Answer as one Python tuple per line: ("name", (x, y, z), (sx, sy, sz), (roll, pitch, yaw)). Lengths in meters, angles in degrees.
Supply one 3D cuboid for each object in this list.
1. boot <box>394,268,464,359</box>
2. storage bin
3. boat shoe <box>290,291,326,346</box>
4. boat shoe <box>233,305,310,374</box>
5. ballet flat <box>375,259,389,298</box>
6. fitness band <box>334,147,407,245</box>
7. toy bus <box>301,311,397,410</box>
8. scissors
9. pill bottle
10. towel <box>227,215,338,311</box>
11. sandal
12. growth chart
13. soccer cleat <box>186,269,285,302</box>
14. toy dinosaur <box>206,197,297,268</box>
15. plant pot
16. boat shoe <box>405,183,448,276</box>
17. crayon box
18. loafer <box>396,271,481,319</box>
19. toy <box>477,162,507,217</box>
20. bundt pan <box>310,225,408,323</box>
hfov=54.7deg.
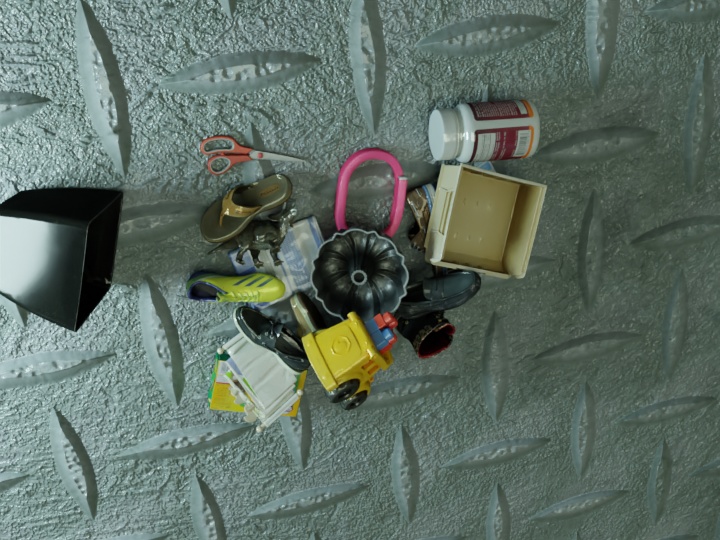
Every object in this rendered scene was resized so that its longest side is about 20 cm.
("boot", (0.167, 0.091, 1.482), (0.198, 0.151, 0.074), (-37, 117, 3))
("storage bin", (0.244, -0.095, 1.392), (0.196, 0.094, 0.204), (10, 97, -21))
("boat shoe", (-0.109, 0.135, 1.476), (0.075, 0.072, 0.202), (-21, 121, 11))
("boat shoe", (-0.170, 0.134, 1.421), (0.066, 0.075, 0.200), (-31, 110, 38))
("ballet flat", (0.037, 0.042, 1.482), (0.069, 0.069, 0.205), (1, 110, 5))
("fitness band", (0.020, -0.144, 1.406), (0.140, 0.038, 0.205), (2, 111, -15))
("toy bus", (0.001, 0.164, 1.383), (0.190, 0.137, 0.200), (-34, 153, 2))
("scissors", (-0.203, -0.227, 1.325), (0.195, 0.014, 0.075), (-9, 113, -9))
("pill bottle", (0.240, -0.272, 1.365), (0.195, 0.115, 0.117), (-6, 115, -12))
("towel", (-0.155, -0.012, 1.426), (0.196, 0.024, 0.149), (-23, 116, -4))
("sandal", (-0.221, -0.128, 1.322), (0.197, 0.081, 0.054), (-30, 162, -4))
("growth chart", (-0.210, 0.215, 1.438), (0.143, 0.018, 0.203), (-29, 89, -23))
("soccer cleat", (-0.247, 0.043, 1.374), (0.195, 0.084, 0.066), (4, 116, -2))
("toy dinosaur", (-0.202, -0.062, 1.365), (0.196, 0.104, 0.077), (-18, 148, 7))
("plant pot", (-0.544, -0.039, 1.227), (0.173, 0.201, 0.204), (13, 110, -8))
("boat shoe", (0.135, -0.076, 1.453), (0.071, 0.072, 0.205), (-14, 106, -3))
("crayon box", (-0.221, 0.242, 1.499), (0.195, 0.058, 0.121), (9, 111, -18))
("loafer", (0.151, 0.045, 1.416), (0.197, 0.069, 0.070), (-21, 137, 29))
("toy", (0.279, -0.118, 1.478), (0.114, 0.047, 0.201), (-36, 117, 1))
("bundt pan", (0.000, 0.000, 1.396), (0.196, 0.076, 0.207), (2, 113, 4))
